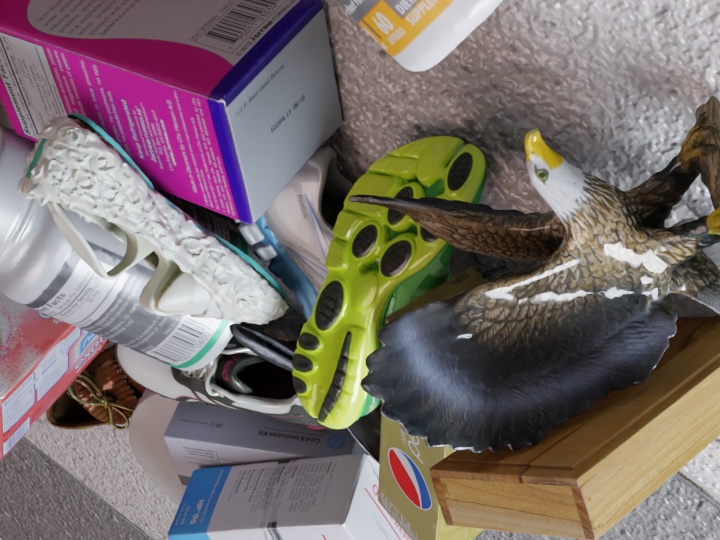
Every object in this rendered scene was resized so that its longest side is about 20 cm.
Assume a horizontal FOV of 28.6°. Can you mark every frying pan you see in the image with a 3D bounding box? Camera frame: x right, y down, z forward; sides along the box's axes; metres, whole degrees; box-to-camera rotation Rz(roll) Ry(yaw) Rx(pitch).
[{"bbox_3d":[-0.008,0.072,0.985,0.031,0.115,0.190,-39,106,20],"label":"frying pan"}]

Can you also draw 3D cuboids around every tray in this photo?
[{"bbox_3d":[0.138,0.076,0.746,0.098,0.200,0.037,-5,107,48],"label":"tray"}]

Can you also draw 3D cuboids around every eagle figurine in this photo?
[{"bbox_3d":[0.102,-0.008,0.711,0.199,0.152,0.152,-26,92,21],"label":"eagle figurine"}]

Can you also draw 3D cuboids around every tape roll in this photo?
[{"bbox_3d":[-0.097,0.153,1.181,0.202,0.037,0.203,12,137,11],"label":"tape roll"}]

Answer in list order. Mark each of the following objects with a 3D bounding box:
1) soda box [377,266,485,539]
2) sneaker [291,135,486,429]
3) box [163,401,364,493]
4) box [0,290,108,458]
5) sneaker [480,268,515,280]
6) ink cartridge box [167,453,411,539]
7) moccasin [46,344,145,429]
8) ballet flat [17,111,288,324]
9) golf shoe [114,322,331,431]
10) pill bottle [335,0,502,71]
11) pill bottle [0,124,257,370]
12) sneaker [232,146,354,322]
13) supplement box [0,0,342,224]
[{"bbox_3d":[0.056,0.095,0.873,0.064,0.068,0.201,46,152,30],"label":"soda box"},{"bbox_3d":[0.022,0.004,0.862,0.074,0.083,0.201,40,117,27],"label":"sneaker"},{"bbox_3d":[-0.062,0.194,1.150,0.155,0.041,0.201,6,137,17],"label":"box"},{"bbox_3d":[-0.243,0.026,1.068,0.094,0.200,0.103,34,148,8],"label":"box"},{"bbox_3d":[0.114,0.083,0.910,0.080,0.076,0.201,29,141,33],"label":"sneaker"},{"bbox_3d":[-0.030,0.203,1.066,0.199,0.068,0.116,-10,130,29],"label":"ink cartridge box"},{"bbox_3d":[-0.223,0.106,1.256,0.201,0.078,0.074,-13,121,48],"label":"moccasin"},{"bbox_3d":[-0.129,-0.013,0.856,0.072,0.072,0.200,-4,142,47],"label":"ballet flat"},{"bbox_3d":[-0.103,0.067,1.058,0.199,0.078,0.088,10,175,19],"label":"golf shoe"},{"bbox_3d":[-0.005,-0.197,0.637,0.200,0.116,0.116,43,147,-7],"label":"pill bottle"},{"bbox_3d":[-0.180,-0.016,0.972,0.199,0.114,0.113,27,155,-30],"label":"pill bottle"},{"bbox_3d":[0.000,0.000,0.918,0.086,0.075,0.200,-16,127,32],"label":"sneaker"},{"bbox_3d":[-0.124,-0.123,0.860,0.199,0.101,0.104,22,145,26],"label":"supplement box"}]
